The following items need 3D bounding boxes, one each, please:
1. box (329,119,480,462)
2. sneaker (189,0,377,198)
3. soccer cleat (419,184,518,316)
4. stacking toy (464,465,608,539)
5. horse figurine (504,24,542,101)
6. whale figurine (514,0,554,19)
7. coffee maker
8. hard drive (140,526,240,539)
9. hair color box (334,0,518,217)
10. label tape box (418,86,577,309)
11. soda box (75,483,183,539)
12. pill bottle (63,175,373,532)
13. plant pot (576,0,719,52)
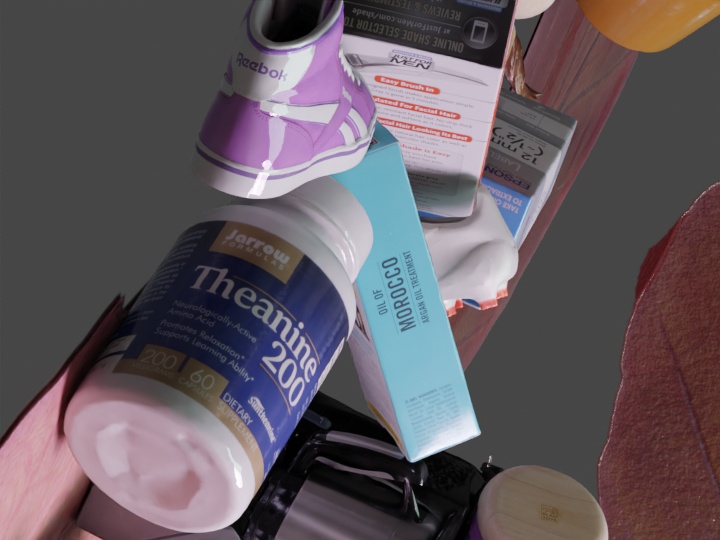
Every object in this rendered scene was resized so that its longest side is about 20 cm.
[{"bbox_3d":[0.014,0.007,1.680,0.082,0.049,0.201,-131,-158,-62],"label":"box"},{"bbox_3d":[-0.024,-0.114,1.545,0.200,0.072,0.115,-47,156,-70],"label":"sneaker"},{"bbox_3d":[0.000,0.000,1.770,0.069,0.199,0.078,-44,120,-76],"label":"soccer cleat"},{"bbox_3d":[0.087,0.215,1.805,0.085,0.085,0.200,-56,173,-46],"label":"stacking toy"},{"bbox_3d":[0.087,-0.154,2.171,0.200,0.050,0.133,-26,124,-65],"label":"horse figurine"},{"bbox_3d":[0.078,-0.254,1.763,0.159,0.103,0.201,69,22,-67],"label":"whale figurine"},{"bbox_3d":[-0.033,0.143,1.793,0.135,0.199,0.192,-64,172,7],"label":"coffee maker"},{"bbox_3d":[-0.151,0.234,1.659,0.131,0.027,0.200,-8,138,-28],"label":"hard drive"},{"bbox_3d":[0.030,-0.110,1.722,0.200,0.110,0.064,99,4,-66],"label":"hair color box"},{"bbox_3d":[0.050,-0.066,1.871,0.200,0.143,0.066,-55,168,-61],"label":"label tape box"},{"bbox_3d":[-0.094,0.074,1.675,0.201,0.063,0.068,-65,171,1],"label":"soda box"},{"bbox_3d":[-0.070,0.036,1.547,0.200,0.111,0.111,-59,170,-37],"label":"pill bottle"},{"bbox_3d":[0.297,-0.310,2.682,0.183,0.200,0.200,-49,-174,47],"label":"plant pot"}]
